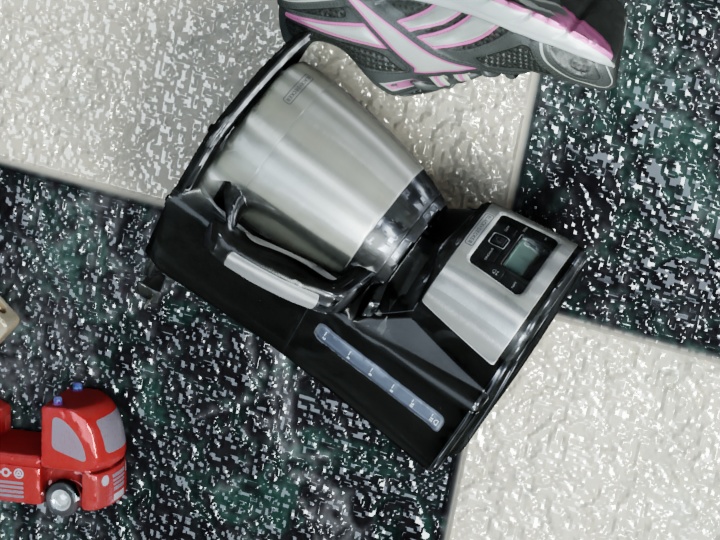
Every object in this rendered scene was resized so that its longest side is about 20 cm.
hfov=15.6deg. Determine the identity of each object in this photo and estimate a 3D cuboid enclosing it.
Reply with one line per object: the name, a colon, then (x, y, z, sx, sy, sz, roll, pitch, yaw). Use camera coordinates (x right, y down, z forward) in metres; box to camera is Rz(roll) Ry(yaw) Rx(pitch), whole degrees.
coffee maker: (0.000, 0.000, 1.385, 0.200, 0.192, 0.135, 37, 70, 3)
sneaker: (0.045, -0.128, 1.368, 0.199, 0.080, 0.087, 23, 122, 19)
toy fire truck: (-0.230, 0.060, 1.508, 0.198, 0.049, 0.142, 5, 105, 16)
